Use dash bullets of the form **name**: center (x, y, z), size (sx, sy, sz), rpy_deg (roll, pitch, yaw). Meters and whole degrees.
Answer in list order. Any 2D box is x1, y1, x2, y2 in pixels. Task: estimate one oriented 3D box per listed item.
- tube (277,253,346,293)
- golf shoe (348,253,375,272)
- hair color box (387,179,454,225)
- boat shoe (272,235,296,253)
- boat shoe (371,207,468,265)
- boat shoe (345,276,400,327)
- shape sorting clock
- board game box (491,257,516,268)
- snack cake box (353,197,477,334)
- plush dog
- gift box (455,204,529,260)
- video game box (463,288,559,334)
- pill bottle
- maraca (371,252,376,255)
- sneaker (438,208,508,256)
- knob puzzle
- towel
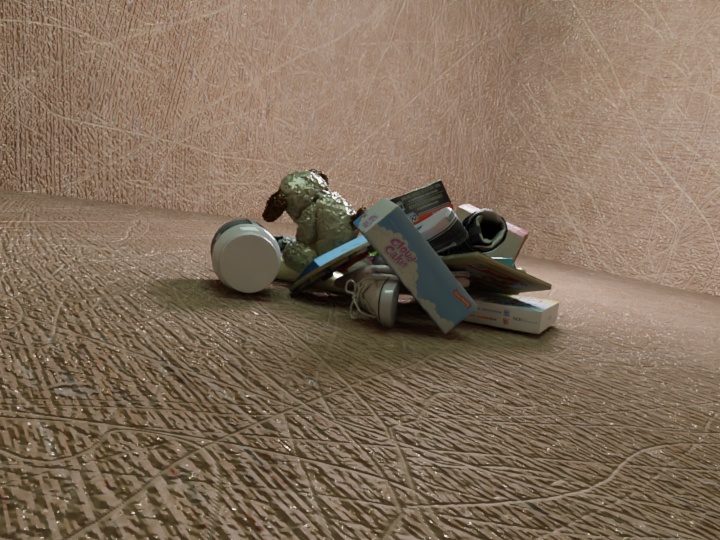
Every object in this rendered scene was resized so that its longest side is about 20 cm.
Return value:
- **tube**: center (-0.103, 0.008, 1.385), size (0.199, 0.058, 0.052), rpy_deg (15, -27, 9)
- **golf shoe**: center (0.000, 0.000, 1.443), size (0.075, 0.092, 0.200), rpy_deg (14, 12, -46)
- **hair color box**: center (0.091, -0.094, 1.340), size (0.111, 0.064, 0.200), rpy_deg (-22, -9, -13)
- **boat shoe**: center (-0.155, -0.036, 1.442), size (0.199, 0.073, 0.062), rpy_deg (3, -23, 17)
- **boat shoe**: center (0.099, -0.037, 1.197), size (0.200, 0.068, 0.072), rpy_deg (-30, 19, 43)
- **boat shoe**: center (0.017, 0.041, 1.105), size (0.086, 0.075, 0.202), rpy_deg (9, 3, 4)
- **shape sorting clock**: center (-0.036, -0.011, 1.255), size (0.200, 0.039, 0.200), rpy_deg (-30, -7, -4)
- **board game box**: center (0.208, 0.009, 1.423), size (0.199, 0.047, 0.151), rpy_deg (1, -10, 17)
- **snack cake box**: center (0.081, -0.010, 1.080), size (0.200, 0.067, 0.115), rpy_deg (50, 3, -14)
- **plush dog**: center (-0.085, -0.114, 1.341), size (0.172, 0.161, 0.200), rpy_deg (45, 43, 5)
- **gift box**: center (0.254, -0.038, 1.612), size (0.200, 0.187, 0.184), rpy_deg (27, 14, 18)
- **video game box**: center (0.255, 0.069, 1.296), size (0.182, 0.047, 0.200), rpy_deg (7, 5, 24)
- **pill bottle**: center (-0.197, -0.025, 1.214), size (0.116, 0.116, 0.200), rpy_deg (7, 6, -13)
- **maraca**: center (0.027, -0.018, 1.548), size (0.199, 0.107, 0.137), rpy_deg (-15, -16, 22)
- **sneaker**: center (0.166, -0.053, 1.280), size (0.202, 0.077, 0.146), rpy_deg (-17, -5, -2)
- **knob puzzle**: center (0.209, 0.001, 1.266), size (0.219, 0.031, 0.220), rpy_deg (12, -13, 3)
- **towel**: center (0.070, 0.018, 1.268), size (0.190, 0.032, 0.200), rpy_deg (4, -9, -19)
